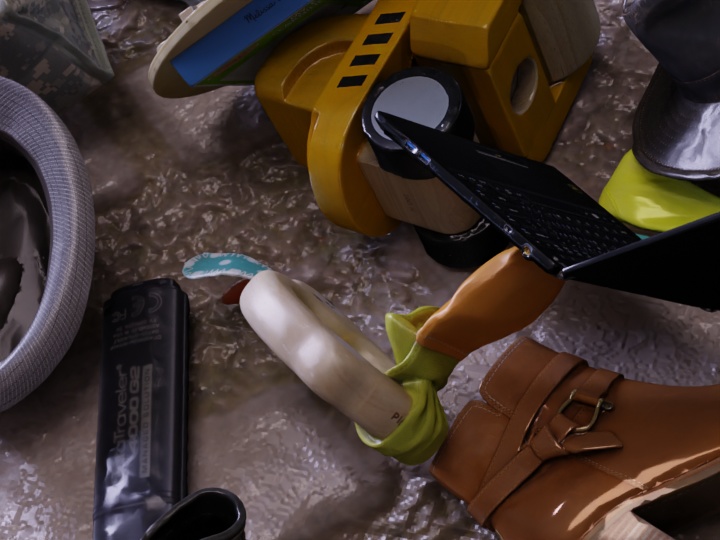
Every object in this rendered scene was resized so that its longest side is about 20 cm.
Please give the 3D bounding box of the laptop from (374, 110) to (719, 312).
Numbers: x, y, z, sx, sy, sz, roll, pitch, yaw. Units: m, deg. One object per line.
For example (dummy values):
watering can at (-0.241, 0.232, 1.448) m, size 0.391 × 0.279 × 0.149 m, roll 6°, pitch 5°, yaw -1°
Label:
laptop at (0.141, -0.043, 0.905) m, size 0.200 × 0.177 × 0.103 m, roll 43°, pitch 107°, yaw 31°

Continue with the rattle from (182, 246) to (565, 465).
rattle at (0.000, 0.000, 1.004) m, size 0.143 × 0.130 × 0.200 m, roll -64°, pitch 26°, yaw 13°

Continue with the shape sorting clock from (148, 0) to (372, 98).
shape sorting clock at (-0.036, -0.159, 1.093) m, size 0.200 × 0.200 × 0.039 m, roll -33°, pitch 88°, yaw -5°

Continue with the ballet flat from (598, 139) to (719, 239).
ballet flat at (0.218, -0.022, 0.998) m, size 0.199 × 0.067 × 0.067 m, roll 20°, pitch 88°, yaw 29°

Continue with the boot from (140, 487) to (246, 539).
boot at (-0.123, 0.196, 0.928) m, size 0.200 × 0.131 × 0.068 m, roll -45°, pitch 57°, yaw -13°

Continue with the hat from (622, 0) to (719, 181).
hat at (0.189, -0.147, 0.972) m, size 0.201 × 0.081 × 0.201 m, roll -43°, pitch 26°, yaw 27°

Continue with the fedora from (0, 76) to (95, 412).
fedora at (-0.221, -0.005, 1.098) m, size 0.176 × 0.090 × 0.201 m, roll -9°, pitch 75°, yaw 14°

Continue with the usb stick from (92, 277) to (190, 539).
usb stick at (-0.120, 0.096, 1.050) m, size 0.055 × 0.033 × 0.201 m, roll -14°, pitch 56°, yaw 17°

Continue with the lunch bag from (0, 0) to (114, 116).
lunch bag at (-0.262, -0.165, 1.181) m, size 0.164 × 0.117 × 0.200 m, roll -35°, pitch 54°, yaw 18°

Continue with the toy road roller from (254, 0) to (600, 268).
toy road roller at (0.033, -0.113, 1.081) m, size 0.146 × 0.123 × 0.200 m, roll 18°, pitch 66°, yaw 30°

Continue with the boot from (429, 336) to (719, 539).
boot at (0.142, 0.072, 0.965) m, size 0.155 × 0.074 × 0.200 m, roll 33°, pitch 70°, yaw 35°

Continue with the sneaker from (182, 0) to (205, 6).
sneaker at (-0.106, -0.196, 1.205) m, size 0.199 × 0.076 × 0.092 m, roll -5°, pitch 62°, yaw 15°
